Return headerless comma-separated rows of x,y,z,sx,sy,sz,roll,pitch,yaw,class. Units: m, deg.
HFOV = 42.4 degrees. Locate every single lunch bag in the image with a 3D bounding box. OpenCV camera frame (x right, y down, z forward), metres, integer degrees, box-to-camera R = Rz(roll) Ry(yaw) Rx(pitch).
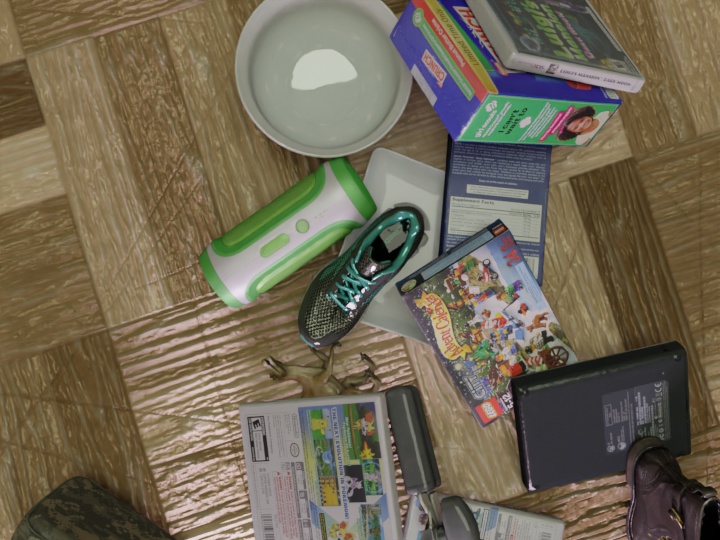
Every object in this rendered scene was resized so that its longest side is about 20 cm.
-0.299,0.351,1.009,0.199,0.139,0.169,32,104,3,lunch bag

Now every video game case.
0.128,0.369,1.069,0.180,0.022,0.203,12,88,-1,video game case
0.195,-0.275,1.005,0.180,0.023,0.201,3,48,-28,video game case
-0.044,0.243,1.038,0.180,0.022,0.203,-8,89,24,video game case

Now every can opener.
0.083,0.223,1.022,0.066,0.053,0.203,-16,80,17,can opener

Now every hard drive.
0.275,0.168,1.057,0.197,0.033,0.141,-12,111,-5,hard drive

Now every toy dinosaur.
-0.020,0.148,1.076,0.200,0.058,0.101,42,102,1,toy dinosaur

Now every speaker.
-0.082,-0.043,1.045,0.199,0.088,0.089,-34,89,8,speaker

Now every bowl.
-0.041,-0.221,1.063,0.198,0.090,0.204,0,86,-2,bowl

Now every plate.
0.077,-0.018,1.088,0.198,0.032,0.202,19,86,-1,plate

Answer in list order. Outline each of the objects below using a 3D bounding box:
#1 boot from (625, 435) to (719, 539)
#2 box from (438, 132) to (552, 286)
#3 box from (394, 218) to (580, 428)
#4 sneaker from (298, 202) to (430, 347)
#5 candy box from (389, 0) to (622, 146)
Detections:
0.347,0.290,0.997,0.068,0.174,0.202,-17,108,-3,boot
0.155,-0.087,1.062,0.119,0.032,0.203,6,87,-4,box
0.145,0.063,1.034,0.136,0.038,0.201,-32,114,2,box
0.000,0.000,1.023,0.077,0.091,0.201,39,87,2,sneaker
0.156,-0.218,1.000,0.198,0.077,0.170,-5,54,-33,candy box
